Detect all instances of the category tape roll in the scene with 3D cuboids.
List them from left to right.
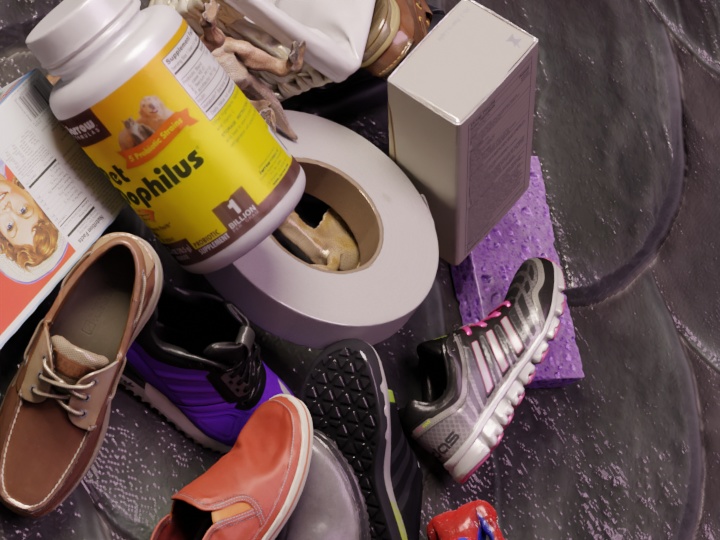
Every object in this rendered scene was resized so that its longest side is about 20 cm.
[{"bbox_3d":[-0.036,-0.032,1.747,0.202,0.037,0.203,18,47,-20],"label":"tape roll"}]

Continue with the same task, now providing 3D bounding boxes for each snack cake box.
[{"bbox_3d":[-0.251,-0.030,1.566,0.115,0.067,0.200,53,44,-16],"label":"snack cake box"}]

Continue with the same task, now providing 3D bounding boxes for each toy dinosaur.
[{"bbox_3d":[-0.128,-0.145,1.707,0.200,0.135,0.086,12,86,-53],"label":"toy dinosaur"},{"bbox_3d":[0.000,0.000,1.808,0.200,0.058,0.102,20,57,-38],"label":"toy dinosaur"}]

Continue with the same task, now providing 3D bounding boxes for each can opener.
[{"bbox_3d":[0.018,-0.163,1.910,0.200,0.078,0.064,-35,136,-44],"label":"can opener"}]

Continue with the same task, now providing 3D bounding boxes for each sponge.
[{"bbox_3d":[0.123,0.000,1.949,0.111,0.030,0.201,2,70,-43],"label":"sponge"}]

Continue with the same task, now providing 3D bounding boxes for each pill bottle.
[{"bbox_3d":[-0.135,-0.103,1.587,0.200,0.109,0.109,51,45,-17],"label":"pill bottle"}]

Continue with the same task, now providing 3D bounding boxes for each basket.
[{"bbox_3d":[-0.071,-0.240,1.799,0.135,0.123,0.201,33,52,-30],"label":"basket"}]

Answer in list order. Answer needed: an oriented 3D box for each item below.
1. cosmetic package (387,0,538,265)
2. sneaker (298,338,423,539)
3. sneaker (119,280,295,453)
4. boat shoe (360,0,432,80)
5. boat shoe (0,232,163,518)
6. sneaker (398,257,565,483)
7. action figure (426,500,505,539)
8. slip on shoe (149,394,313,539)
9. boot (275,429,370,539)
[{"bbox_3d":[0.079,-0.104,1.815,0.073,0.200,0.104,33,64,21],"label":"cosmetic package"},{"bbox_3d":[0.005,0.141,1.729,0.083,0.071,0.201,-36,123,-61],"label":"sneaker"},{"bbox_3d":[-0.102,0.066,1.643,0.200,0.099,0.070,33,51,-34],"label":"sneaker"},{"bbox_3d":[0.019,-0.203,1.863,0.067,0.072,0.200,36,22,-22],"label":"boat shoe"},{"bbox_3d":[-0.192,0.064,1.534,0.075,0.072,0.201,19,82,1],"label":"boat shoe"},{"bbox_3d":[0.093,0.063,1.840,0.087,0.074,0.200,31,69,-8],"label":"sneaker"},{"bbox_3d":[0.079,0.237,1.728,0.099,0.065,0.200,64,16,-12],"label":"action figure"},{"bbox_3d":[-0.096,0.165,1.600,0.061,0.074,0.200,49,63,-34],"label":"slip on shoe"},{"bbox_3d":[-0.055,0.216,1.636,0.131,0.070,0.201,-11,86,-46],"label":"boot"}]
